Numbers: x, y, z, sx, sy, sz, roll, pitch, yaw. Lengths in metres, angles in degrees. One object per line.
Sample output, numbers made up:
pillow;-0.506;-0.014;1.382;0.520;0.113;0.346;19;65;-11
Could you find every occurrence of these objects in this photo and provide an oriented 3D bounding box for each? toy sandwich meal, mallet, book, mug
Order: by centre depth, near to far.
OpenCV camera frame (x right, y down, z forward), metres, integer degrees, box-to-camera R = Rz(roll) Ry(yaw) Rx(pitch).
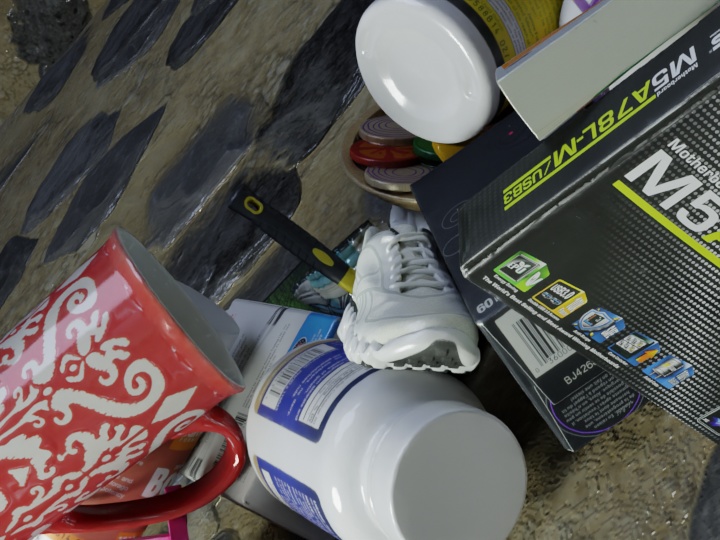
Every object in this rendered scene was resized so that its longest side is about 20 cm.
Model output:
book;0.130;-0.121;0.718;0.133;0.048;0.200;-37;1;10
mug;-0.179;0.103;0.944;0.199;0.178;0.133;-38;-3;0
mallet;0.000;0.000;0.993;0.066;0.200;0.041;-48;8;-16
toy sandwich meal;0.077;-0.119;1.066;0.203;0.071;0.206;-8;34;6

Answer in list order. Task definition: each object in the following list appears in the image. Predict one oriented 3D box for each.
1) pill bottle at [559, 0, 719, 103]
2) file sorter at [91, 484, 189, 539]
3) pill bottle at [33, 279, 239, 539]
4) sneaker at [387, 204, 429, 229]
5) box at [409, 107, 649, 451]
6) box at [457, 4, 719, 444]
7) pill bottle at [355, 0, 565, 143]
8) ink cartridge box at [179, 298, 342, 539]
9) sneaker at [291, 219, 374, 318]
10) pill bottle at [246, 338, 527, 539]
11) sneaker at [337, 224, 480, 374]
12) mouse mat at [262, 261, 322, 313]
pill bottle;0.196;-0.122;0.884;0.112;0.111;0.201;-47;24;17
file sorter;-0.164;0.261;0.960;0.200;0.124;0.140;-115;21;-64
pill bottle;-0.173;0.108;1.070;0.201;0.111;0.112;-59;22;10
sneaker;0.075;-0.071;1.125;0.079;0.074;0.201;-18;38;21
box;0.120;-0.010;0.857;0.122;0.106;0.200;-34;26;6
box;0.178;-0.017;0.662;0.193;0.199;0.048;-35;36;35
pill bottle;0.095;-0.184;1.000;0.200;0.112;0.111;-45;15;-34
ink cartridge box;-0.062;0.109;1.093;0.147;0.084;0.200;-63;24;-10
sneaker;0.001;0.024;1.109;0.077;0.087;0.200;-38;-1;-2
pill bottle;0.015;0.113;0.900;0.120;0.119;0.200;-58;23;-9
sneaker;0.026;0.015;0.871;0.200;0.074;0.082;-150;66;-78
mouse mat;-0.082;0.078;1.279;0.161;0.008;0.201;-46;25;20
